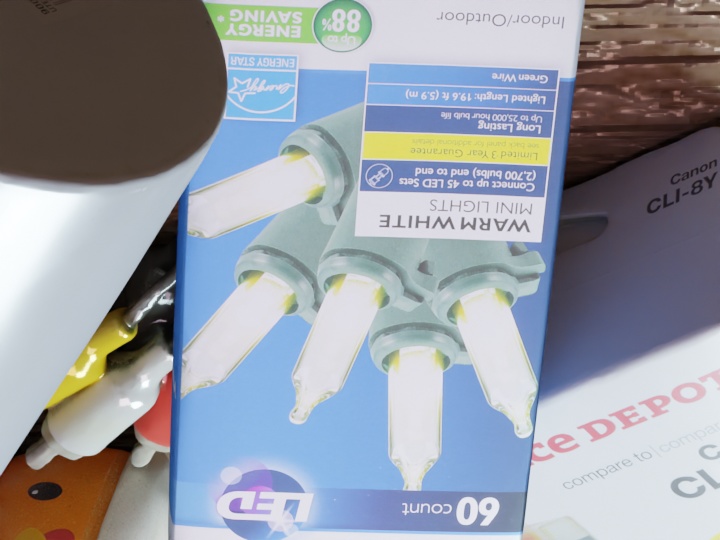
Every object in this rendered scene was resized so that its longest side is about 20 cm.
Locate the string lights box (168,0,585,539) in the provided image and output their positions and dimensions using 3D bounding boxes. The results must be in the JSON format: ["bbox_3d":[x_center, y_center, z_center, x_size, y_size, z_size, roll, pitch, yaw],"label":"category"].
[{"bbox_3d":[0.000,0.000,0.765,0.103,0.059,0.200,1,119,-4],"label":"string lights box"}]

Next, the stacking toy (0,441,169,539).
[{"bbox_3d":[-0.175,0.106,0.975,0.200,0.146,0.146,17,147,-1],"label":"stacking toy"}]

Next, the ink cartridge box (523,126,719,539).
[{"bbox_3d":[0.118,0.063,0.892,0.145,0.083,0.200,-25,129,32],"label":"ink cartridge box"}]

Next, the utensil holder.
[{"bbox_3d":[-0.149,-0.006,0.686,0.170,0.170,0.200,18,127,-27],"label":"utensil holder"}]

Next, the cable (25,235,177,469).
[{"bbox_3d":[-0.044,0.009,0.869,0.097,0.050,0.200,14,146,-30],"label":"cable"}]
